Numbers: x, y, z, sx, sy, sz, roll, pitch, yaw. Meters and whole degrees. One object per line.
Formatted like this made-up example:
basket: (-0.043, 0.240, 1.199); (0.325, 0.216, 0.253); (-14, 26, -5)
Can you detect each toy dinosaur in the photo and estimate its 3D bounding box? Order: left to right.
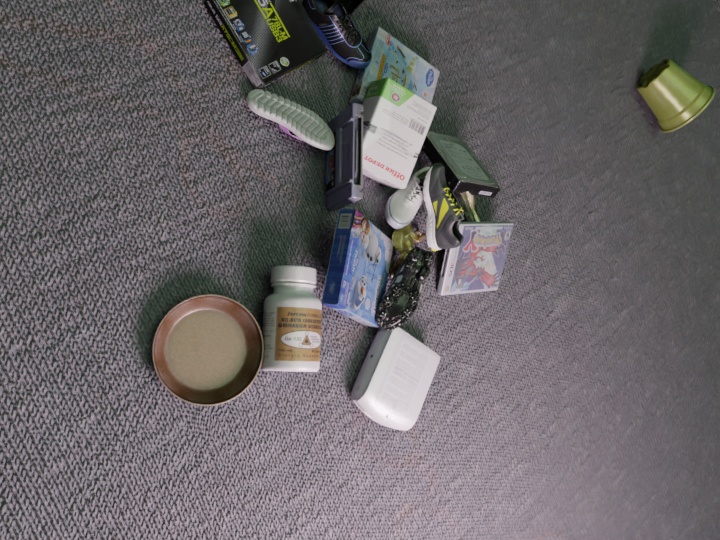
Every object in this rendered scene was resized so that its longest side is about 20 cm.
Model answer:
toy dinosaur: (0.114, -0.079, 1.386); (0.101, 0.058, 0.201); (13, 77, -31)

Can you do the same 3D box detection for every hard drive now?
hard drive: (0.235, -0.258, 1.436); (0.139, 0.038, 0.200); (4, 43, -34)

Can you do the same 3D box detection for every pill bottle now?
pill bottle: (-0.133, 0.095, 1.161); (0.114, 0.114, 0.201); (7, 80, -33)

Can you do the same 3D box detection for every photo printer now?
photo printer: (0.076, 0.240, 1.310); (0.166, 0.069, 0.200); (35, 66, -25)

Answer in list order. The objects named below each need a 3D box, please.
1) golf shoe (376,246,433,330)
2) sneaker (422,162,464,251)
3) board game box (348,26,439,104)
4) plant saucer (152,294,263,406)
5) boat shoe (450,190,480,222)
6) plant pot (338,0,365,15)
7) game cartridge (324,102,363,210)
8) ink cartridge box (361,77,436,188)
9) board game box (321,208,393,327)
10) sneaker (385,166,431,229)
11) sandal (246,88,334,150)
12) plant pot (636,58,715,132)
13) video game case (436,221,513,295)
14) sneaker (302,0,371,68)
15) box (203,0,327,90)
golf shoe: (0.096, 0.045, 1.316); (0.078, 0.094, 0.200); (33, 80, -3)
sneaker: (0.194, -0.143, 1.345); (0.074, 0.084, 0.201); (-27, 115, -55)
board game box: (0.085, -0.440, 1.423); (0.199, 0.041, 0.200); (26, 71, -29)
plant saucer: (-0.278, 0.145, 1.091); (0.200, 0.037, 0.201); (4, 80, -25)
boat shoe: (0.256, -0.135, 1.489); (0.065, 0.073, 0.200); (-20, 104, -10)
plant pot: (-0.023, -0.733, 1.307); (0.199, 0.200, 0.178); (32, 56, -26)
game cartridge: (-0.037, -0.236, 1.260); (0.038, 0.130, 0.201); (5, 81, -31)
ink cartridge box: (0.062, -0.303, 1.335); (0.145, 0.084, 0.200); (23, 88, -29)
board game box: (0.000, 0.000, 1.254); (0.199, 0.043, 0.201); (35, 62, -59)
sneaker: (0.118, -0.177, 1.372); (0.073, 0.071, 0.200); (36, 52, -7)
sandal: (-0.146, -0.312, 1.250); (0.202, 0.050, 0.083); (30, 53, -14)
plant pot: (1.053, -0.607, 2.028); (0.184, 0.200, 0.201); (40, 63, -11)
video game case: (0.284, -0.031, 1.470); (0.200, 0.023, 0.183); (-4, 113, -35)
sneaker: (-0.046, -0.532, 1.307); (0.200, 0.078, 0.070); (40, 68, -12)
box: (-0.192, -0.506, 1.242); (0.193, 0.047, 0.200); (-38, 106, -29)
